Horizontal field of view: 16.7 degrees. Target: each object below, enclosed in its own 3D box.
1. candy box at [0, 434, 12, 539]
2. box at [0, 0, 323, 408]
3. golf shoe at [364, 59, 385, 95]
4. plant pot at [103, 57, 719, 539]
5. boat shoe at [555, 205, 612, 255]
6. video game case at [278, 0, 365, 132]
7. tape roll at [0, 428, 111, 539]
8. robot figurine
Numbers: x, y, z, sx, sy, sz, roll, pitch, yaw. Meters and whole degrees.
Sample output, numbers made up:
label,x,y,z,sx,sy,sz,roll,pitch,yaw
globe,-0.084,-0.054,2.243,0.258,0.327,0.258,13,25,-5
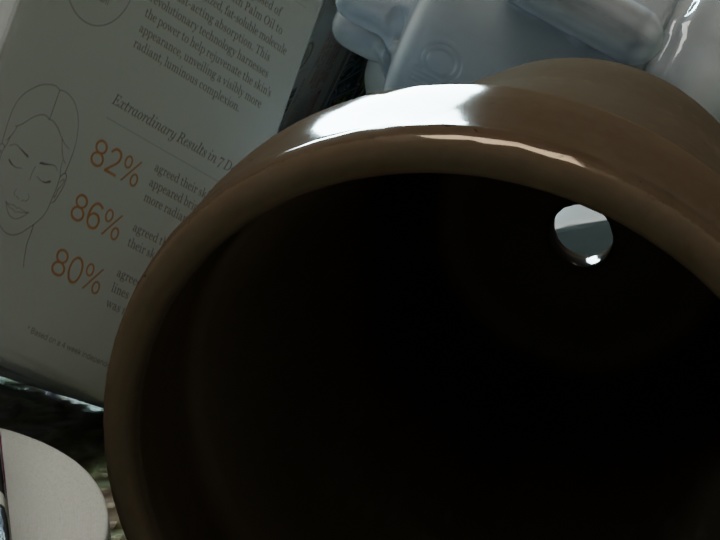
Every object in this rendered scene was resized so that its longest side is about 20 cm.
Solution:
label,x,y,z,sx,sy,sz,roll,pitch,yaw
candy box,-0.169,0.073,0.706,0.136,0.061,0.200,-7,22,-9
box,-0.116,-0.065,0.897,0.106,0.201,0.152,12,-11,37
golf shoe,0.076,-0.116,1.203,0.077,0.095,0.200,11,24,36
plant pot,0.050,0.022,0.694,0.199,0.201,0.175,3,26,17
boat shoe,0.129,-0.027,0.983,0.199,0.071,0.091,-8,31,-8
video game case,0.006,-0.150,1.172,0.036,0.201,0.181,36,35,14
tape roll,-0.176,0.103,0.766,0.202,0.037,0.203,-4,22,2
robot figurine,0.088,-0.092,1.066,0.199,0.113,0.170,26,-8,4
